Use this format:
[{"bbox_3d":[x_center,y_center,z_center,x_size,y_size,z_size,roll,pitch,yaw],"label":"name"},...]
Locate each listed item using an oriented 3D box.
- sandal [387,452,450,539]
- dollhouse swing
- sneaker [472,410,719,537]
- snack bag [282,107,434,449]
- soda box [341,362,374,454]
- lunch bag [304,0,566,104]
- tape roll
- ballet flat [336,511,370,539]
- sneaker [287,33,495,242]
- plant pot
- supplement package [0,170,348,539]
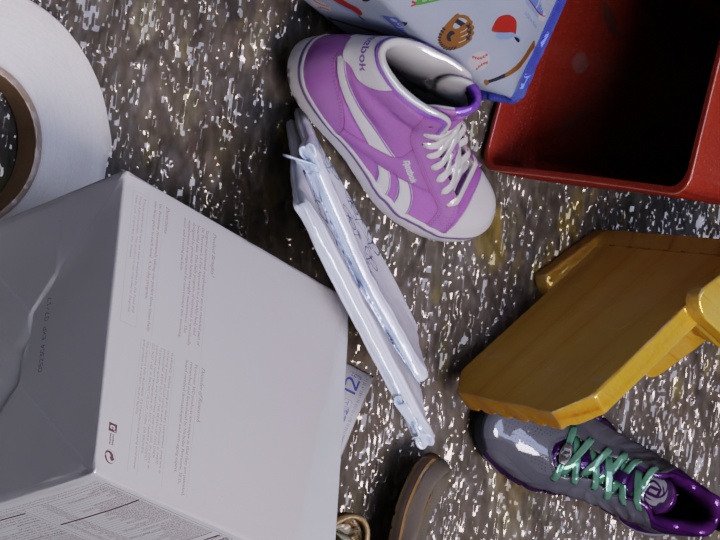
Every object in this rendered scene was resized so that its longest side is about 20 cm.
[{"bbox_3d":[0.032,0.225,1.573,0.054,0.082,0.200,19,76,8],"label":"sandal"},{"bbox_3d":[0.203,0.073,1.585,0.182,0.200,0.176,40,75,-25],"label":"dollhouse swing"},{"bbox_3d":[0.177,0.137,1.641,0.200,0.087,0.075,24,83,-28],"label":"sneaker"},{"bbox_3d":[0.000,0.000,1.486,0.021,0.200,0.189,-25,107,6],"label":"snack bag"},{"bbox_3d":[-0.069,0.143,1.497,0.068,0.063,0.200,27,80,-29],"label":"soda box"},{"bbox_3d":[0.066,-0.236,1.524,0.170,0.124,0.200,36,74,-42],"label":"lunch bag"},{"bbox_3d":[-0.253,-0.079,1.425,0.202,0.037,0.203,-2,94,-27],"label":"tape roll"},{"bbox_3d":[-0.028,0.243,1.506,0.068,0.072,0.200,30,53,-22],"label":"ballet flat"},{"bbox_3d":[0.050,-0.084,1.528,0.200,0.114,0.073,40,61,-37],"label":"sneaker"},{"bbox_3d":[0.235,-0.136,1.600,0.176,0.200,0.200,17,86,-38],"label":"plant pot"},{"bbox_3d":[-0.129,0.081,1.382,0.200,0.147,0.192,31,52,-42],"label":"supplement package"}]
